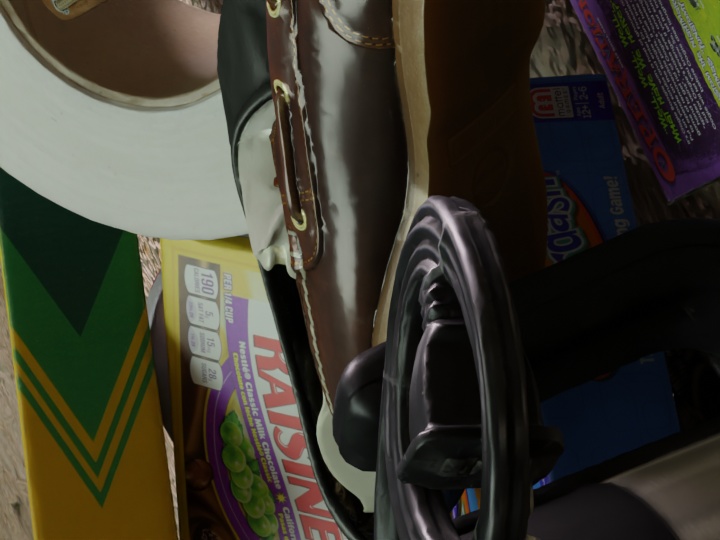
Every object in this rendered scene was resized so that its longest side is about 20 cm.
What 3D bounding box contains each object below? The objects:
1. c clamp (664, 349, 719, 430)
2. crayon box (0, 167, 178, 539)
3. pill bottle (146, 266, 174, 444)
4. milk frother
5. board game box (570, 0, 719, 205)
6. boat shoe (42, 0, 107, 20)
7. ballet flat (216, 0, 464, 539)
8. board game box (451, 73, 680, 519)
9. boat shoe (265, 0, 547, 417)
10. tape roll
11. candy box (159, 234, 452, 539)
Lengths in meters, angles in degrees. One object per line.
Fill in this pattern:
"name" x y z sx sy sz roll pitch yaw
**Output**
"c clamp" 0.140 0.095 0.878 0.201 0.027 0.171 62 174 16
"crayon box" -0.096 0.065 1.024 0.127 0.050 0.201 106 157 -73
"pill bottle" -0.028 0.033 1.121 0.114 0.113 0.200 64 176 -4
"milk frother" 0.089 0.060 0.685 0.181 0.187 0.200 67 162 9
"board game box" 0.067 -0.121 0.766 0.201 0.032 0.120 64 161 1
"boat shoe" -0.034 -0.122 0.813 0.199 0.076 0.074 -13 117 42
"ballet flat" 0.000 0.000 0.864 0.069 0.068 0.201 -75 -26 -61
"board game box" 0.059 0.060 0.921 0.201 0.045 0.153 94 170 -52
"boat shoe" 0.009 -0.033 0.779 0.070 0.070 0.201 25 129 32
"tape roll" -0.061 -0.113 0.918 0.201 0.071 0.204 14 123 21
"candy box" -0.017 0.080 0.990 0.102 0.026 0.201 10 118 25
